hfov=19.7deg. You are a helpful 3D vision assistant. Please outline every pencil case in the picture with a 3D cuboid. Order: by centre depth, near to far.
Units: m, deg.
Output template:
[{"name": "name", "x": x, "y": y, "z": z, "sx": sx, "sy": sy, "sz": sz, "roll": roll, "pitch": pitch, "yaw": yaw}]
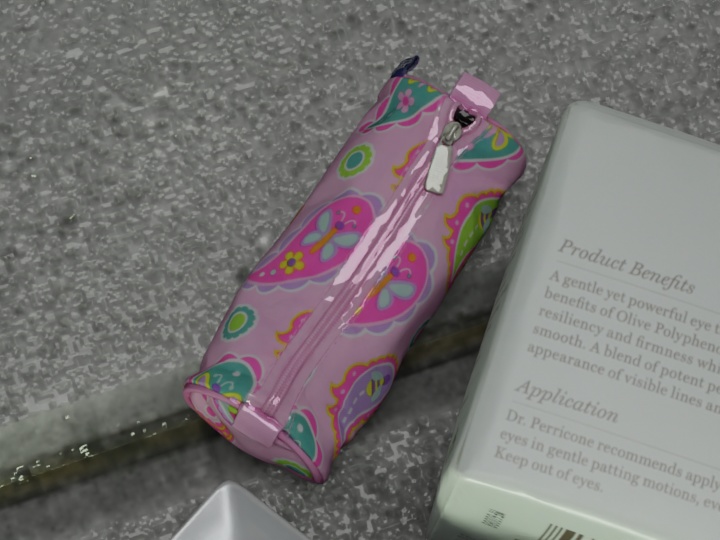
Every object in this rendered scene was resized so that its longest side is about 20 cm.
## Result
[{"name": "pencil case", "x": 0.000, "y": 0.000, "z": 0.975, "sx": 0.087, "sy": 0.087, "sz": 0.201, "roll": 33, "pitch": 76, "yaw": 6}]

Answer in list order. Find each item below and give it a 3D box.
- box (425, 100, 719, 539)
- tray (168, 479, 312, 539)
[{"name": "box", "x": 0.148, "y": 0.059, "z": 0.907, "sx": 0.198, "sy": 0.200, "sz": 0.173, "roll": 18, "pitch": 76, "yaw": 3}, {"name": "tray", "x": -0.087, "y": 0.196, "z": 0.929, "sx": 0.107, "sy": 0.022, "sz": 0.200, "roll": 33, "pitch": 71, "yaw": 30}]
